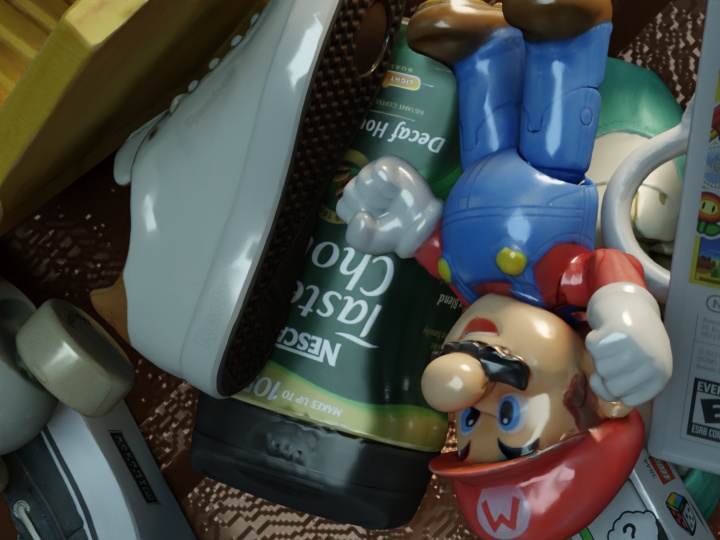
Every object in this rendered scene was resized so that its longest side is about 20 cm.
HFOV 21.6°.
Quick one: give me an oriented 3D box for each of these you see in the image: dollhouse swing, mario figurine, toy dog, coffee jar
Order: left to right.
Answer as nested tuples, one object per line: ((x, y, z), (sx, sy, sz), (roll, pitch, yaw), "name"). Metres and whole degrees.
((-0.181, 0.009, 0.772), (0.199, 0.096, 0.133), (28, 81, 39), "toy dog")
((-0.126, -0.122, 0.717), (0.181, 0.200, 0.176), (37, 137, 11), "dollhouse swing")
((0.000, 0.000, 0.770), (0.103, 0.085, 0.202), (14, 90, 16), "coffee jar")
((0.048, -0.003, 0.662), (0.105, 0.123, 0.202), (-2, 82, -4), "mario figurine")

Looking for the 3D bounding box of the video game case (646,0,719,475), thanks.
((0.204, 0.001, 0.633), (0.198, 0.023, 0.184), (13, 113, 20), "video game case")

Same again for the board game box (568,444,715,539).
((0.065, 0.170, 0.734), (0.199, 0.035, 0.127), (-36, 77, 29), "board game box")

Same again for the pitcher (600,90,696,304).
((0.204, -0.022, 0.694), (0.199, 0.121, 0.172), (38, 91, 8), "pitcher")

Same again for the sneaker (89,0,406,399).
((-0.048, -0.059, 0.710), (0.084, 0.073, 0.202), (25, 95, 21), "sneaker")

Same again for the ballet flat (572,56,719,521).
((0.110, 0.007, 0.749), (0.067, 0.070, 0.202), (-9, 83, 16), "ballet flat")

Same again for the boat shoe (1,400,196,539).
((-0.116, 0.118, 0.797), (0.068, 0.074, 0.200), (-32, 77, 13), "boat shoe")
